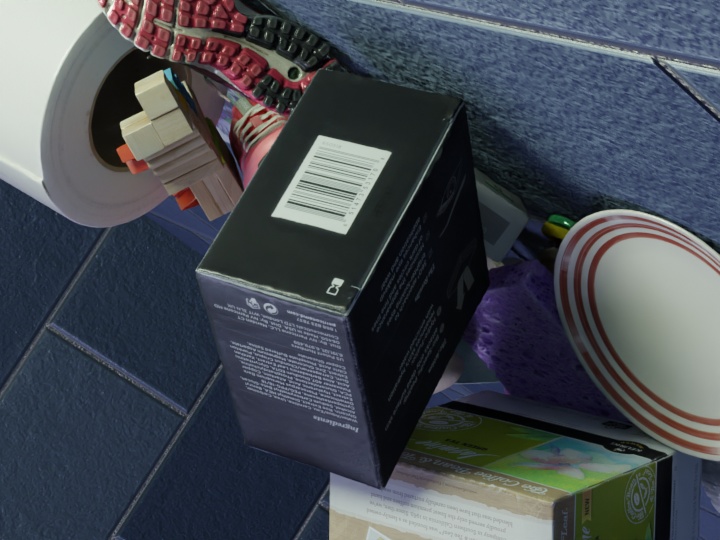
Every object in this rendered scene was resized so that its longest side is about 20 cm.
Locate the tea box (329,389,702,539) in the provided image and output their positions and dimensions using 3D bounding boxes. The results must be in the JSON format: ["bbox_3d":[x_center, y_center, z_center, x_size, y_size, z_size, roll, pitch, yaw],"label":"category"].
[{"bbox_3d":[0.112,0.184,1.593,0.200,0.134,0.197,11,-163,38],"label":"tea box"}]

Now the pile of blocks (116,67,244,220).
[{"bbox_3d":[-0.144,-0.096,1.617,0.082,0.062,0.200,66,-176,23],"label":"pile of blocks"}]

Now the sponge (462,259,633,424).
[{"bbox_3d":[0.152,0.078,1.664,0.200,0.030,0.111,49,148,-20],"label":"sponge"}]

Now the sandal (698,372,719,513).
[{"bbox_3d":[0.276,0.120,1.604,0.082,0.050,0.203,30,154,29],"label":"sandal"}]

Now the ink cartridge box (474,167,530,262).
[{"bbox_3d":[0.045,-0.088,1.680,0.161,0.050,0.200,34,-168,-10],"label":"ink cartridge box"}]

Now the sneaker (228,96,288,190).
[{"bbox_3d":[-0.074,-0.094,1.677,0.087,0.074,0.200,56,175,2],"label":"sneaker"}]

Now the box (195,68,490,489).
[{"bbox_3d":[-0.006,0.006,1.511,0.117,0.197,0.200,15,144,21],"label":"box"}]

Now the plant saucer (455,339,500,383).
[{"bbox_3d":[0.128,0.059,1.985,0.200,0.039,0.201,-6,-169,1],"label":"plant saucer"}]

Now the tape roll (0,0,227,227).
[{"bbox_3d":[-0.215,-0.150,1.677,0.139,0.203,0.203,28,172,31],"label":"tape roll"}]

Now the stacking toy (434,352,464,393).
[{"bbox_3d":[0.000,0.000,1.712,0.146,0.201,0.146,-5,165,-1],"label":"stacking toy"}]

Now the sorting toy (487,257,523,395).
[{"bbox_3d":[0.148,0.046,1.834,0.200,0.107,0.180,34,-154,-59],"label":"sorting toy"}]

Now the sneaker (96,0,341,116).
[{"bbox_3d":[-0.112,-0.170,1.567,0.200,0.081,0.075,34,175,-18],"label":"sneaker"}]

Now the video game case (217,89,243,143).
[{"bbox_3d":[-0.093,-0.141,1.810,0.182,0.023,0.200,29,163,37],"label":"video game case"}]

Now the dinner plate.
[{"bbox_3d":[0.216,0.042,1.508,0.200,0.024,0.200,33,144,28],"label":"dinner plate"}]

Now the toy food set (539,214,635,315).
[{"bbox_3d":[0.219,0.032,1.631,0.198,0.049,0.200,38,172,-40],"label":"toy food set"}]
